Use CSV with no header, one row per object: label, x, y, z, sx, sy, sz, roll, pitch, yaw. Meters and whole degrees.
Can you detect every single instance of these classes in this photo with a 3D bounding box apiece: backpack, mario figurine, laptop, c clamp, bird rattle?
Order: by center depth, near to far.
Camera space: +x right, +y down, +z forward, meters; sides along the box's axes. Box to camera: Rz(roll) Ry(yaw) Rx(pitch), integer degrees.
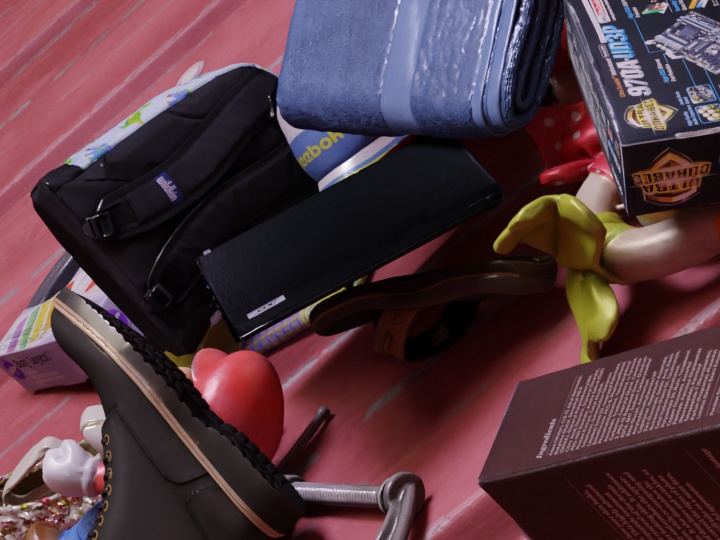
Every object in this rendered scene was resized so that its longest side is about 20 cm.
bird rattle,0.168,-0.039,1.353,0.162,0.113,0.200,-14,25,30
c clamp,-0.026,0.151,1.402,0.171,0.027,0.200,-54,25,-18
laptop,0.000,0.000,1.454,0.177,0.200,0.104,-27,64,-4
mario figurine,-0.129,0.116,1.515,0.200,0.106,0.124,-44,5,21
backpack,-0.115,-0.059,1.670,0.200,0.163,0.154,-45,9,-15

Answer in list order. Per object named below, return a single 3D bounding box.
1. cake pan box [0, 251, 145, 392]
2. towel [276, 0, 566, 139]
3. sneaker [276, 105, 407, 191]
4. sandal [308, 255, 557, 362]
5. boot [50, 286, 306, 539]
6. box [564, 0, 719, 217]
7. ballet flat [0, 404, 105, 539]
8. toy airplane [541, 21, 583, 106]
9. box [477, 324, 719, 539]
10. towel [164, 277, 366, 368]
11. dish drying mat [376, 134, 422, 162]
cake pan box,-0.191,0.003,1.844,0.185,0.052,0.200,-55,19,-23
towel,0.037,-0.135,1.457,0.199,0.048,0.112,5,77,43
sneaker,0.012,-0.129,1.674,0.074,0.082,0.200,-41,3,41
sandal,0.044,0.027,1.451,0.199,0.055,0.081,-11,-1,44
boot,-0.148,0.121,1.414,0.138,0.200,0.077,-47,-19,5
box,0.206,-0.106,1.317,0.158,0.046,0.200,-9,30,-1
ballet flat,-0.187,0.133,1.643,0.200,0.064,0.076,-36,25,20
toy airplane,0.125,-0.195,1.551,0.198,0.142,0.200,9,33,42
box,0.164,0.088,1.115,0.199,0.100,0.075,-19,35,42
towel,-0.062,0.007,1.686,0.199,0.023,0.144,-26,30,37
dish drying mat,0.063,-0.106,1.582,0.077,0.018,0.200,-35,5,23
